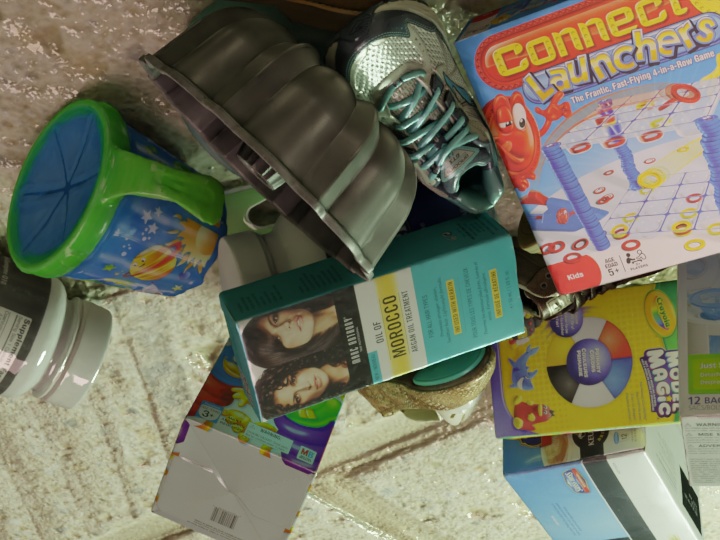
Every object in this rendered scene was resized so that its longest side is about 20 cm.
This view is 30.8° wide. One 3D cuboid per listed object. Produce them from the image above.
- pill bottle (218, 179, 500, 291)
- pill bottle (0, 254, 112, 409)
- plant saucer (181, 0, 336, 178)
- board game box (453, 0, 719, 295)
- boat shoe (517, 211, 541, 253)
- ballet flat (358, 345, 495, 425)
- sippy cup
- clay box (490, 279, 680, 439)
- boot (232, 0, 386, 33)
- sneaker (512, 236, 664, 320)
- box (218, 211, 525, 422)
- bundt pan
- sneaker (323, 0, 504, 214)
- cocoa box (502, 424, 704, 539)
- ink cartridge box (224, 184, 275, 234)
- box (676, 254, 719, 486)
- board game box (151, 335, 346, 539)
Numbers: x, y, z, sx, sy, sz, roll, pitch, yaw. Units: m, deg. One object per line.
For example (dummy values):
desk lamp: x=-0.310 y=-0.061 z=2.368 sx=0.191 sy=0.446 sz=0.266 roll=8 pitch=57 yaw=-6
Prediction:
pill bottle: x=0.000 y=0.000 z=0.980 sx=0.199 sy=0.116 sz=0.116 roll=-13 pitch=144 yaw=-15
pill bottle: x=-0.323 y=0.041 z=1.117 sx=0.200 sy=0.113 sz=0.113 roll=25 pitch=137 yaw=-24
plant saucer: x=-0.040 y=-0.116 z=0.942 sx=0.199 sy=0.036 sz=0.200 roll=3 pitch=139 yaw=3
board game box: x=0.191 y=-0.102 z=0.863 sx=0.199 sy=0.056 sz=0.196 roll=-17 pitch=110 yaw=25
boat shoe: x=0.198 y=-0.064 z=0.961 sx=0.063 sy=0.073 sz=0.200 roll=31 pitch=134 yaw=-26
ballet flat: x=0.067 y=0.102 z=1.144 sx=0.065 sy=0.070 sz=0.200 roll=56 pitch=155 yaw=-13
sippy cup: x=-0.177 y=-0.043 z=0.992 sx=0.130 sy=0.178 sz=0.140 roll=23 pitch=105 yaw=-38
clay box: x=0.206 y=0.074 z=1.082 sx=0.199 sy=0.115 sz=0.048 roll=-10 pitch=168 yaw=28
boot: x=-0.076 y=-0.208 z=0.832 sx=0.199 sy=0.074 sz=0.076 roll=11 pitch=115 yaw=-5
sneaker: x=0.168 y=0.008 z=1.054 sx=0.199 sy=0.076 sz=0.071 roll=-10 pitch=139 yaw=19
box: x=0.010 y=0.030 z=0.901 sx=0.199 sy=0.049 sz=0.083 roll=-18 pitch=117 yaw=-12
bundt pan: x=-0.042 y=-0.089 z=0.826 sx=0.076 sy=0.202 sz=0.202 roll=-48 pitch=130 yaw=-5
sneaker: x=0.049 y=-0.102 z=0.853 sx=0.078 sy=0.086 sz=0.200 roll=-36 pitch=148 yaw=10
cocoa box: x=0.223 y=0.168 z=1.203 sx=0.131 sy=0.134 sz=0.200 roll=-14 pitch=139 yaw=23
ink cartridge box: x=-0.034 y=0.002 z=1.095 sx=0.145 sy=0.048 sz=0.200 roll=-12 pitch=115 yaw=20
box: x=0.284 y=0.042 z=0.932 sx=0.112 sy=0.201 sz=0.101 roll=-2 pitch=144 yaw=17
board game box: x=-0.071 y=0.109 z=1.022 sx=0.105 sy=0.200 sz=0.103 roll=23 pitch=123 yaw=0
